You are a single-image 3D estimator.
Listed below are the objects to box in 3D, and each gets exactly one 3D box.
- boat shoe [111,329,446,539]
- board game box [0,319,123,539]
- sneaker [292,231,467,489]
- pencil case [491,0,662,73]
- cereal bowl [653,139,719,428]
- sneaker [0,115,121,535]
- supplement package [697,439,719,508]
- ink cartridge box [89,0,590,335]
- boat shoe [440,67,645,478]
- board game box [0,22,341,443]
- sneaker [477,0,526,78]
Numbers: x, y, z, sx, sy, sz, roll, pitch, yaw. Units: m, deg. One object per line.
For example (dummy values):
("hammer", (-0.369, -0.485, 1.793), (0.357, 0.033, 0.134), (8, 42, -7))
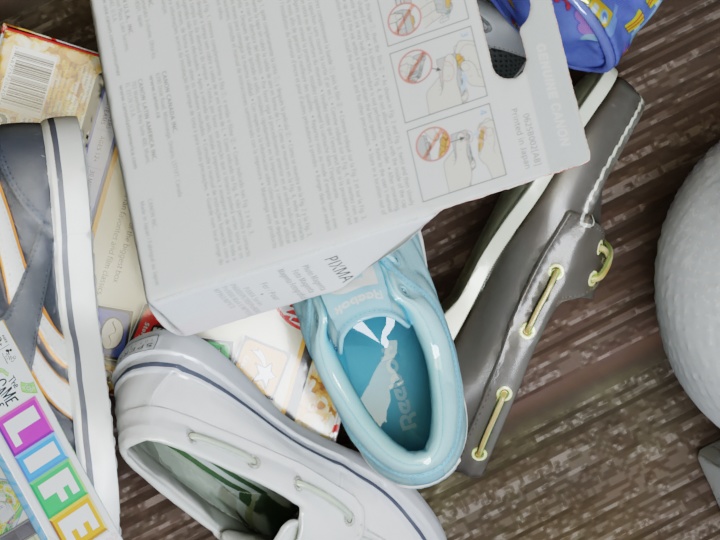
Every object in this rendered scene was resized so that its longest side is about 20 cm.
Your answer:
("boat shoe", (-0.041, 0.108, 1.265), (0.200, 0.067, 0.073), (36, 132, -28))
("board game box", (-0.189, 0.111, 1.226), (0.034, 0.200, 0.135), (-33, 98, -43))
("sneaker", (0.000, 0.000, 1.234), (0.074, 0.082, 0.200), (-26, 88, -3))
("pencil case", (0.131, -0.186, 1.246), (0.087, 0.078, 0.200), (43, 76, -38))
("cereal bowl", (0.227, -0.011, 1.254), (0.199, 0.083, 0.200), (-7, 50, 8))
("sneaker", (-0.150, 0.036, 1.230), (0.079, 0.078, 0.201), (-7, 86, -9))
("supplement package", (0.277, 0.103, 1.305), (0.200, 0.117, 0.117), (-22, 94, -4))
("ink cartridge box", (-0.009, -0.078, 1.207), (0.199, 0.057, 0.163), (-16, 67, 8))
("boat shoe", (0.080, 0.000, 1.303), (0.060, 0.072, 0.202), (30, 98, -4))
("board game box", (-0.089, -0.013, 1.294), (0.199, 0.046, 0.152), (17, 91, -7))
("sneaker", (-0.005, -0.139, 1.283), (0.200, 0.078, 0.077), (28, 95, -8))
